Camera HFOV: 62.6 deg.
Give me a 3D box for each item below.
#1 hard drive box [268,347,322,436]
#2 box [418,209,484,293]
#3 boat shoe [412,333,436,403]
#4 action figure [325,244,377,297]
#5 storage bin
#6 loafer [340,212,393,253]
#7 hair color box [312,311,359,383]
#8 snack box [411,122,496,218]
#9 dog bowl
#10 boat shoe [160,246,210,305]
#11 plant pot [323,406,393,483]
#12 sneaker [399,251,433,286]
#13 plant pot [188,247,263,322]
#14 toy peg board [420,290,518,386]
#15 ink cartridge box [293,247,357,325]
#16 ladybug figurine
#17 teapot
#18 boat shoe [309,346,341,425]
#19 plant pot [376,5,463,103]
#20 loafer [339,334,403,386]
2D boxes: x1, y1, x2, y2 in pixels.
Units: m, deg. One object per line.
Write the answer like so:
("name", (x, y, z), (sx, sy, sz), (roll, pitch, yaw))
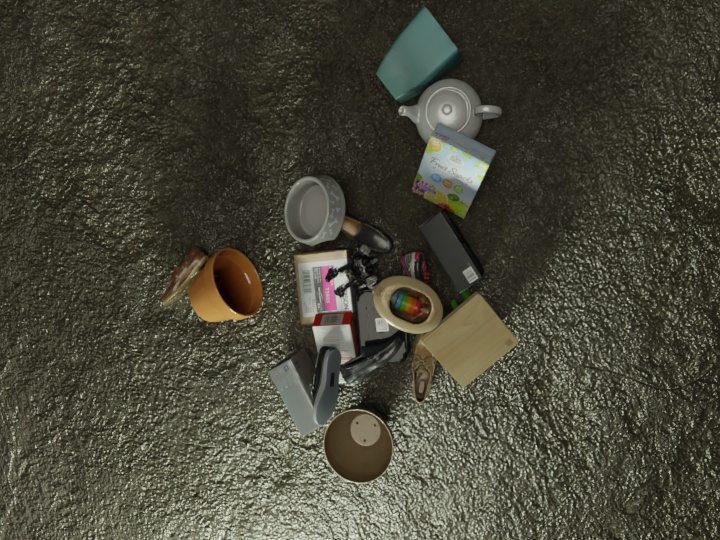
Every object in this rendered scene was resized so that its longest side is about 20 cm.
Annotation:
("hard drive box", (-0.162, 0.338, 1.677), (0.075, 0.156, 0.204), (-28, 89, 11))
("box", (0.244, -0.056, 1.572), (0.078, 0.141, 0.203), (-33, 88, 19))
("boat shoe", (0.179, 0.267, 1.653), (0.069, 0.064, 0.207), (2, 95, 10))
("action figure", (0.000, 0.000, 1.590), (0.101, 0.198, 0.122), (-20, 98, 43))
("storage bin", (0.065, 0.148, 1.650), (0.131, 0.094, 0.207), (-4, 95, 11))
("loafer", (-0.001, -0.102, 1.650), (0.196, 0.072, 0.075), (25, 98, 7))
("hair color box", (-0.062, 0.218, 1.655), (0.107, 0.064, 0.205), (-3, 119, 10))
("snack box", (0.236, -0.255, 1.537), (0.165, 0.068, 0.202), (27, 142, 8))
("dog bowl", (-0.132, -0.165, 1.630), (0.196, 0.058, 0.207), (-1, 88, 39))
("boat shoe", (-0.526, 0.017, 1.762), (0.068, 0.072, 0.200), (43, 95, 9))
("plant pot", (0.004, 0.469, 1.668), (0.194, 0.134, 0.207), (1, 96, 10))
("sneaker", (0.155, 0.051, 1.640), (0.073, 0.080, 0.207), (-1, 95, 39))
("plant pot", (-0.392, 0.058, 1.687), (0.138, 0.199, 0.205), (-25, 91, 28))
("toy peg board", (0.288, 0.170, 1.611), (0.199, 0.098, 0.199), (-40, 113, 11))
("ink cartridge box", (-0.096, 0.045, 1.680), (0.159, 0.075, 0.207), (-6, 93, 12))
("ladybug figurine", (0.121, 0.086, 1.553), (0.196, 0.072, 0.139), (25, 92, -4))
("teapot", (0.233, -0.408, 1.543), (0.200, 0.146, 0.198), (-43, 87, 10))
("boat shoe", (-0.104, 0.307, 1.593), (0.067, 0.072, 0.206), (7, 92, 46))
("plant pot", (0.146, -0.548, 1.556), (0.199, 0.141, 0.142), (-40, 87, 18))
("loafer", (0.027, 0.230, 1.582), (0.199, 0.068, 0.071), (-38, 96, 15))
